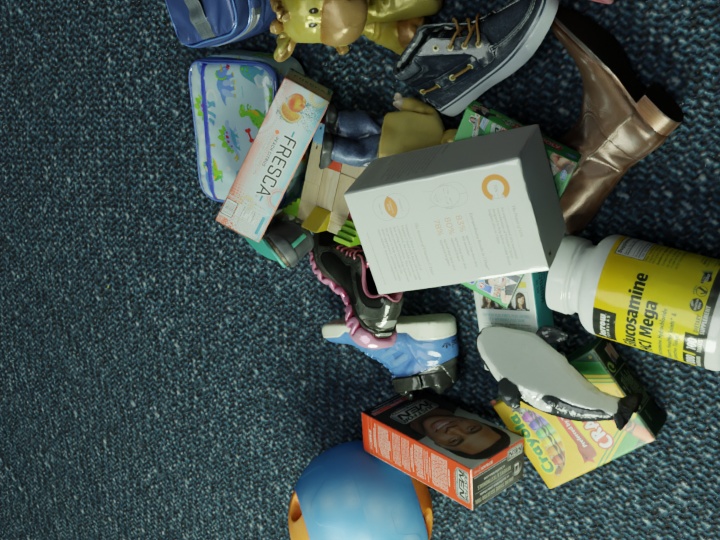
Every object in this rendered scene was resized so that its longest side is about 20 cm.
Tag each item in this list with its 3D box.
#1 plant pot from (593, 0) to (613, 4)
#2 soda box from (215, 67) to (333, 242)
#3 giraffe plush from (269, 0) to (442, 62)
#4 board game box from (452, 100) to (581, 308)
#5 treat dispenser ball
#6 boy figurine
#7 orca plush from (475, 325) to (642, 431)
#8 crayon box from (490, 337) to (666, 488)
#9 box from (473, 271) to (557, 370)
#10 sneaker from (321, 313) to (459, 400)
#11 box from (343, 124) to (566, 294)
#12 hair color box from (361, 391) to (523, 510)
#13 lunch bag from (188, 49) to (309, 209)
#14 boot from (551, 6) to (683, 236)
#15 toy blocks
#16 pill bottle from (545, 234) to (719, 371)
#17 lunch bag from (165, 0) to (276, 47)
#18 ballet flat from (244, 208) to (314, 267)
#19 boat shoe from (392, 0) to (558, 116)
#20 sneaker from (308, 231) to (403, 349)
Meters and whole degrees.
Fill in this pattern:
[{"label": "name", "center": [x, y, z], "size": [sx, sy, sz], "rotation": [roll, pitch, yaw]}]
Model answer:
[{"label": "plant pot", "center": [0.176, -0.372, 0.988], "size": [0.198, 0.199, 0.182], "rotation": [23, 106, 24]}, {"label": "soda box", "center": [-0.105, -0.140, 1.259], "size": [0.063, 0.069, 0.202], "rotation": [27, 110, -8]}, {"label": "giraffe plush", "center": [-0.024, -0.307, 1.158], "size": [0.198, 0.162, 0.175], "rotation": [0, 110, 34]}, {"label": "board game box", "center": [0.145, -0.071, 1.151], "size": [0.133, 0.029, 0.202], "rotation": [28, 125, 10]}, {"label": "treat dispenser ball", "center": [0.000, 0.334, 1.399], "size": [0.198, 0.200, 0.204], "rotation": [14, 118, 29]}, {"label": "boy figurine", "center": [0.053, -0.149, 1.199], "size": [0.196, 0.126, 0.065], "rotation": [6, 156, -3]}, {"label": "orca plush", "center": [0.227, 0.127, 1.194], "size": [0.197, 0.107, 0.071], "rotation": [12, 160, 22]}, {"label": "crayon box", "center": [0.252, 0.181, 1.253], "size": [0.200, 0.051, 0.128], "rotation": [-39, 86, 40]}, {"label": "box", "center": [0.181, 0.021, 1.233], "size": [0.081, 0.049, 0.203], "rotation": [2, 111, 33]}, {"label": "sneaker", "center": [0.039, 0.116, 1.355], "size": [0.197, 0.077, 0.113], "rotation": [-2, 100, 28]}, {"label": "box", "center": [0.102, -0.063, 1.094], "size": [0.197, 0.098, 0.126], "rotation": [-8, 114, 27]}, {"label": "hair color box", "center": [0.102, 0.221, 1.311], "size": [0.199, 0.101, 0.062], "rotation": [20, 122, 45]}, {"label": "lunch bag", "center": [-0.148, -0.183, 1.354], "size": [0.159, 0.082, 0.203], "rotation": [14, 117, 32]}, {"label": "boot", "center": [0.223, -0.155, 1.125], "size": [0.187, 0.064, 0.200], "rotation": [49, 133, 10]}, {"label": "toy blocks", "center": [0.006, -0.109, 1.281], "size": [0.198, 0.099, 0.139], "rotation": [23, 110, 27]}, {"label": "pill bottle", "center": [0.306, 0.027, 1.109], "size": [0.198, 0.112, 0.114], "rotation": [16, 119, 28]}, {"label": "lunch bag", "center": [-0.173, -0.378, 1.242], "size": [0.135, 0.132, 0.203], "rotation": [-4, 108, 44]}, {"label": "ballet flat", "center": [-0.105, -0.047, 1.374], "size": [0.200, 0.072, 0.074], "rotation": [-155, 47, -70]}, {"label": "boat shoe", "center": [0.120, -0.246, 1.115], "size": [0.090, 0.072, 0.200], "rotation": [27, 140, -22]}, {"label": "sneaker", "center": [0.000, 0.000, 1.300], "size": [0.201, 0.078, 0.096], "rotation": [57, 143, 36]}]
